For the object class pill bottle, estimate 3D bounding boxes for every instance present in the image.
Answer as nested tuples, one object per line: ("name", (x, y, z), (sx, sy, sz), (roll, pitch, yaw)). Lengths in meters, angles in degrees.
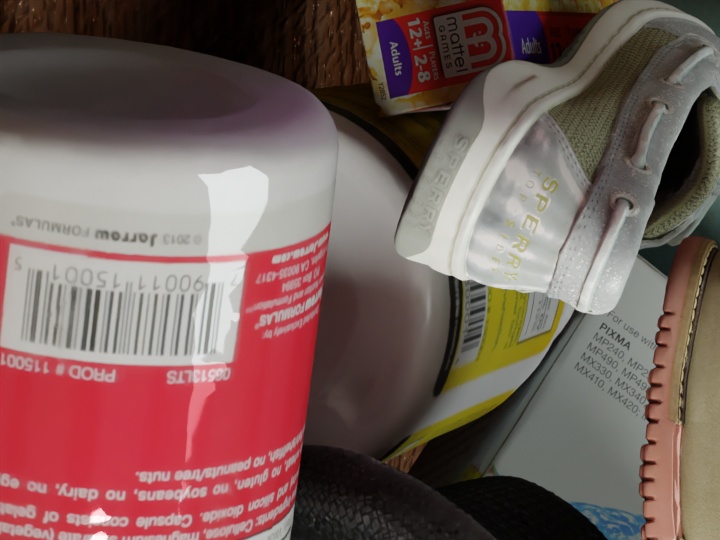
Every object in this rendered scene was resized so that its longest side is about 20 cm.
("pill bottle", (-0.071, 0.050, 0.737), (0.112, 0.112, 0.201), (-32, 132, -66))
("pill bottle", (0.000, 0.000, 0.915), (0.200, 0.114, 0.115), (-14, 116, -70))

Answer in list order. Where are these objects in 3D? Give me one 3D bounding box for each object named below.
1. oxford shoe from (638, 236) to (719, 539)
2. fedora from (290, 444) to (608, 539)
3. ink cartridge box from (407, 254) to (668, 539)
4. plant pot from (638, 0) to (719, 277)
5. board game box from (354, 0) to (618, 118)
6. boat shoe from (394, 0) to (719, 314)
("oxford shoe", (0.114, 0.089, 0.784), (0.071, 0.073, 0.201), (2, 83, -76))
("fedora", (0.028, 0.129, 0.820), (0.091, 0.200, 0.202), (-26, 131, -39))
("ink cartridge box", (0.051, 0.106, 1.041), (0.200, 0.083, 0.146), (-56, -176, -20))
("plant pot", (0.130, -0.049, 1.140), (0.200, 0.195, 0.202), (13, 90, -71))
("board game box", (0.029, -0.149, 0.894), (0.151, 0.046, 0.201), (-14, 93, -70))
("boat shoe", (0.074, -0.027, 0.831), (0.075, 0.065, 0.202), (-66, 164, 17))
